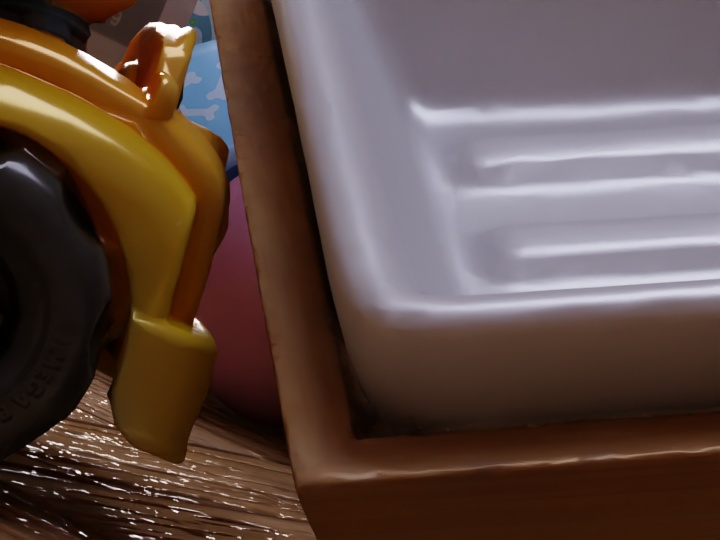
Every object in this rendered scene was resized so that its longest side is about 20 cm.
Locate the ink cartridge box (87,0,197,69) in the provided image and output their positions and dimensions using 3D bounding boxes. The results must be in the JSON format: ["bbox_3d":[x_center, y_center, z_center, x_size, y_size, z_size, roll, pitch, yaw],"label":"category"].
[{"bbox_3d":[-0.159,-0.117,0.808,0.160,0.047,0.200,23,1,-33],"label":"ink cartridge box"}]

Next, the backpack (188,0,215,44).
[{"bbox_3d":[-0.103,-0.086,1.207,0.146,0.184,0.200,-3,5,-13],"label":"backpack"}]

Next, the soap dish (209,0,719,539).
[{"bbox_3d":[0.055,-0.007,0.503,0.156,0.082,0.200,-4,31,-6],"label":"soap dish"}]

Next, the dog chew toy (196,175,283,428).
[{"bbox_3d":[0.039,0.012,0.756,0.199,0.125,0.124,4,-4,19],"label":"dog chew toy"}]

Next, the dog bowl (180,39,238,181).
[{"bbox_3d":[0.000,0.000,0.859,0.199,0.112,0.050,20,17,-34],"label":"dog bowl"}]

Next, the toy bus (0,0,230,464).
[{"bbox_3d":[-0.102,-0.075,0.505,0.199,0.193,0.136,22,0,-13],"label":"toy bus"}]
